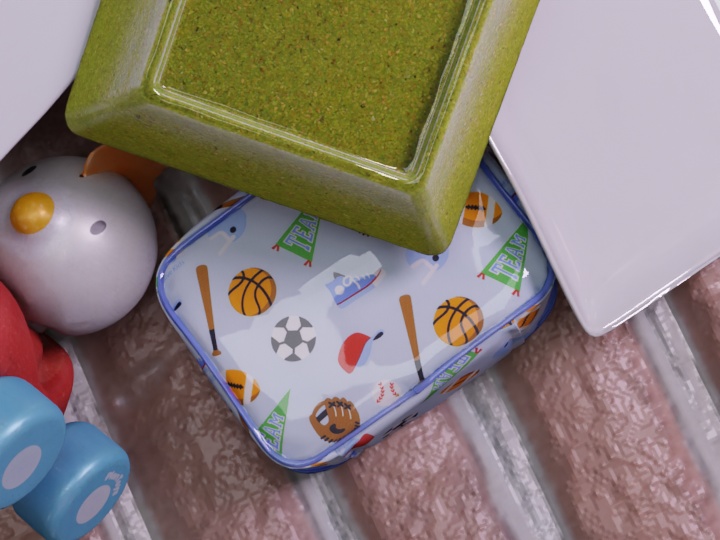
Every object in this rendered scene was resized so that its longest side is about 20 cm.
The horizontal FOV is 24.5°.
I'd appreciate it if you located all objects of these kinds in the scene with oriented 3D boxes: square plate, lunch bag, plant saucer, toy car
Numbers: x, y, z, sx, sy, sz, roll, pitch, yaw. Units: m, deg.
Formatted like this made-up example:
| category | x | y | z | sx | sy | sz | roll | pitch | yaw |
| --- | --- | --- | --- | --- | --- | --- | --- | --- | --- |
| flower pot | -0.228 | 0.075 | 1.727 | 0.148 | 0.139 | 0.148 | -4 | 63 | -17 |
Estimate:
| category | x | y | z | sx | sy | sz | roll | pitch | yaw |
| --- | --- | --- | --- | --- | --- | --- | --- | --- | --- |
| square plate | 0.143 | -0.097 | 0.862 | 0.198 | 0.028 | 0.200 | -30 | 94 | -21 |
| lunch bag | 0.000 | 0.000 | 0.882 | 0.200 | 0.076 | 0.160 | -36 | 77 | 0 |
| plant saucer | -0.015 | -0.125 | 0.769 | 0.199 | 0.048 | 0.201 | 19 | 98 | -9 |
| toy car | -0.174 | 0.000 | 0.850 | 0.184 | 0.177 | 0.200 | 35 | 82 | 21 |

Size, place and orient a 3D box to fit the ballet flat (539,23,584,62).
| category | x | y | z | sx | sy | sz | roll | pitch | yaw |
| --- | --- | --- | --- | --- | --- | --- | --- | --- | --- |
| ballet flat | 0.095 | -0.137 | 0.899 | 0.067 | 0.064 | 0.201 | -7 | 80 | 4 |

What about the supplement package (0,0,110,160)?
| category | x | y | z | sx | sy | sz | roll | pitch | yaw |
| --- | --- | --- | --- | --- | --- | --- | --- | --- | --- |
| supplement package | -0.200 | -0.179 | 0.845 | 0.191 | 0.200 | 0.147 | -48 | 116 | -2 |
